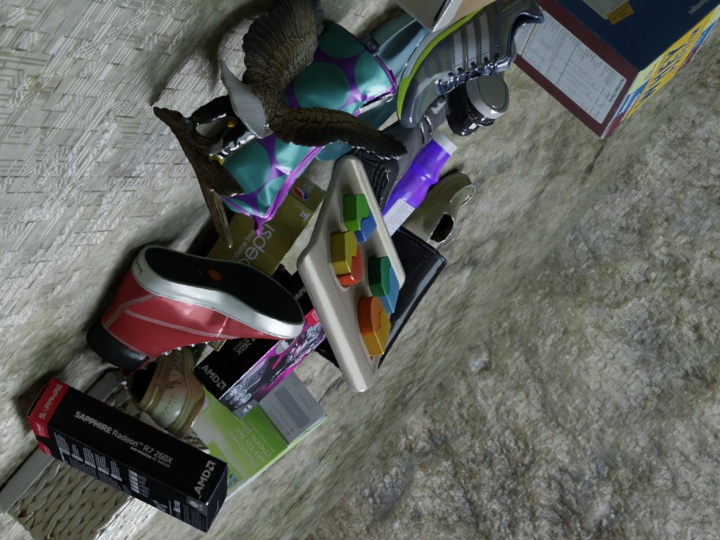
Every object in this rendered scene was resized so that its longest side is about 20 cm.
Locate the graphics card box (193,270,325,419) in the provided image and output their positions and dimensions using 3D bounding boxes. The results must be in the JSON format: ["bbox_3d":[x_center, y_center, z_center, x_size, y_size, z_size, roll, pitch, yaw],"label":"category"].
[{"bbox_3d":[-0.090,0.072,1.626,0.200,0.051,0.126,-43,164,-6],"label":"graphics card box"}]

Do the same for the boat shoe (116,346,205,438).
[{"bbox_3d":[-0.214,0.111,1.525,0.073,0.063,0.200,-61,-157,1],"label":"boat shoe"}]

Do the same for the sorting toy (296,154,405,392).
[{"bbox_3d":[0.000,0.000,1.557,0.036,0.186,0.200,-8,-147,22],"label":"sorting toy"}]

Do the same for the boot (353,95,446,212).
[{"bbox_3d":[0.044,-0.136,1.681,0.132,0.070,0.200,-47,-177,-18],"label":"boot"}]

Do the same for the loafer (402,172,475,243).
[{"bbox_3d":[0.112,-0.080,2.124,0.200,0.068,0.076,-34,162,-46],"label":"loafer"}]

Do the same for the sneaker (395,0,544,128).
[{"bbox_3d":[0.112,-0.225,1.518,0.200,0.081,0.074,-51,168,1],"label":"sneaker"}]

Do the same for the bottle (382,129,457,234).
[{"bbox_3d":[0.039,-0.096,1.837,0.200,0.065,0.084,-49,164,6],"label":"bottle"}]

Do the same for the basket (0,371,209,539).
[{"bbox_3d":[-0.282,0.226,1.625,0.200,0.123,0.136,-47,167,3],"label":"basket"}]

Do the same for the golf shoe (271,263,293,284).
[{"bbox_3d":[-0.121,0.027,1.666,0.092,0.073,0.200,-45,168,0],"label":"golf shoe"}]

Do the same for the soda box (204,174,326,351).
[{"bbox_3d":[-0.119,-0.017,1.517,0.200,0.068,0.064,-54,-175,25],"label":"soda box"}]

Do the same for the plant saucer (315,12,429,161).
[{"bbox_3d":[0.013,-0.198,1.525,0.200,0.027,0.200,-45,168,-12],"label":"plant saucer"}]

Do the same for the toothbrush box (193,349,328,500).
[{"bbox_3d":[-0.157,0.182,1.779,0.086,0.146,0.200,-33,173,-46],"label":"toothbrush box"}]

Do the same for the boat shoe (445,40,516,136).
[{"bbox_3d":[0.131,-0.225,1.625,0.060,0.074,0.200,-37,-148,35],"label":"boat shoe"}]

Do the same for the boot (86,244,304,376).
[{"bbox_3d":[-0.167,0.059,1.463,0.199,0.073,0.144,17,124,-33],"label":"boot"}]

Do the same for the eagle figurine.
[{"bbox_3d":[-0.065,-0.139,1.210,0.200,0.151,0.152,-28,131,-23],"label":"eagle figurine"}]

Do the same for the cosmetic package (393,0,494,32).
[{"bbox_3d":[0.118,-0.314,1.412,0.200,0.071,0.105,-34,162,-45],"label":"cosmetic package"}]

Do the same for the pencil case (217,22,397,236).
[{"bbox_3d":[-0.056,-0.134,1.339,0.200,0.092,0.085,-46,168,-1],"label":"pencil case"}]

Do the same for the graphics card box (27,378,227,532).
[{"bbox_3d":[-0.232,0.188,1.471,0.051,0.199,0.126,-61,173,-24],"label":"graphics card box"}]

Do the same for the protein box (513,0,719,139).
[{"bbox_3d":[0.289,-0.305,1.711,0.198,0.200,0.135,-40,166,-28],"label":"protein box"}]

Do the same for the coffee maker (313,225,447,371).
[{"bbox_3d":[0.023,0.040,1.929,0.135,0.192,0.200,32,90,-36],"label":"coffee maker"}]
